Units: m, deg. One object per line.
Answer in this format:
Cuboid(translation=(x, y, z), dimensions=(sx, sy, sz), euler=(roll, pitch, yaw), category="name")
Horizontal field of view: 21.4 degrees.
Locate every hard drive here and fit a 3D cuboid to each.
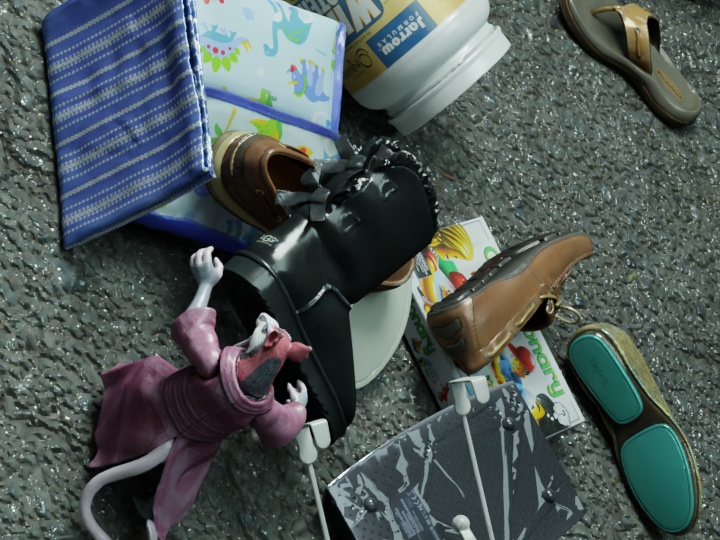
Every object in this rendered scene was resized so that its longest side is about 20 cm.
Cuboid(translation=(0.070, 0.181, 1.474), dimensions=(0.200, 0.042, 0.135), euler=(-26, 84, -34), category="hard drive")

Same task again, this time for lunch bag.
Cuboid(translation=(-0.107, -0.115, 1.470), dimensions=(0.170, 0.127, 0.200), euler=(18, 70, -37), category="lunch bag")

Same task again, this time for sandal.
Cuboid(translation=(0.282, -0.227, 1.928), dimensions=(0.200, 0.055, 0.082), euler=(45, 44, -12), category="sandal")

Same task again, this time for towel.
Cuboid(translation=(-0.174, -0.130, 1.394), dimensions=(0.024, 0.145, 0.200), euler=(24, 50, -50), category="towel")

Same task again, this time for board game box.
Cuboid(translation=(0.098, 0.059, 1.603), dimensions=(0.126, 0.035, 0.200), euler=(-18, 78, -47), category="board game box")

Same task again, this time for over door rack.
Cuboid(translation=(0.028, 0.181, 1.370), dimensions=(0.148, 0.067, 0.200), euler=(-15, 105, -29), category="over door rack")

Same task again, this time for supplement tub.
Cuboid(translation=(0.018, -0.229, 1.626), dimensions=(0.200, 0.145, 0.145), euler=(49, 43, -7), category="supplement tub")

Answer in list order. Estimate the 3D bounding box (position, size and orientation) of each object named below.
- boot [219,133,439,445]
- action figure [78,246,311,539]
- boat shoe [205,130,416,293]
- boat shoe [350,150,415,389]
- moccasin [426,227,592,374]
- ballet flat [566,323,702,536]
Cuboid(translation=(-0.008, 0.011, 1.376), dimensions=(0.162, 0.073, 0.198), euler=(-43, 133, -24), category="boot")
Cuboid(translation=(-0.112, 0.086, 1.276), dimensions=(0.134, 0.200, 0.149), euler=(45, 45, -10), category="action figure")
Cuboid(translation=(-0.027, -0.038, 1.425), dimensions=(0.200, 0.068, 0.072), euler=(34, 72, -36), category="boat shoe")
Cuboid(translation=(0.000, 0.000, 1.532), dimensions=(0.073, 0.062, 0.200), euler=(30, 67, -44), category="boat shoe")
Cuboid(translation=(0.135, 0.024, 1.580), dimensions=(0.201, 0.074, 0.078), euler=(-37, 102, -52), category="moccasin")
Cuboid(translation=(0.249, 0.134, 1.677), dimensions=(0.071, 0.071, 0.200), euler=(-22, 81, -47), category="ballet flat")
